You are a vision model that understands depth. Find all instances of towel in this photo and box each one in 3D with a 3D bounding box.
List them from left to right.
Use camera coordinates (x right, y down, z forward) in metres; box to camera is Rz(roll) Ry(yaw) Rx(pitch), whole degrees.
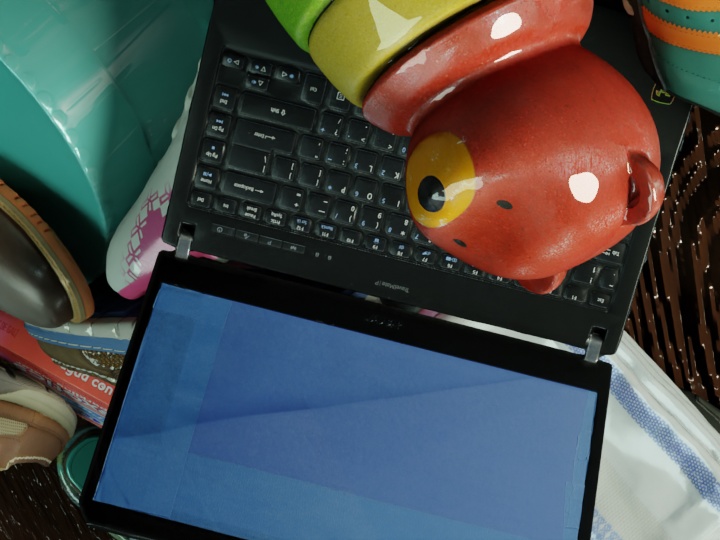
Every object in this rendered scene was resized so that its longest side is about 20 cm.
[{"bbox_3d":[0.050,0.101,0.769,0.200,0.024,0.147,-44,81,17],"label":"towel"}]

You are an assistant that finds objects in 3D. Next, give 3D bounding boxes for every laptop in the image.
[{"bbox_3d":[0.014,-0.001,0.640,0.177,0.103,0.200,14,107,-2],"label":"laptop"}]

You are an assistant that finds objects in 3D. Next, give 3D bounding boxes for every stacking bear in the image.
[{"bbox_3d":[0.024,-0.089,0.589,0.121,0.114,0.200,-37,77,46],"label":"stacking bear"}]

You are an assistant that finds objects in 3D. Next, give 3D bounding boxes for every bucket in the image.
[{"bbox_3d":[-0.136,-0.101,0.796,0.207,0.135,0.207,29,147,21],"label":"bucket"}]

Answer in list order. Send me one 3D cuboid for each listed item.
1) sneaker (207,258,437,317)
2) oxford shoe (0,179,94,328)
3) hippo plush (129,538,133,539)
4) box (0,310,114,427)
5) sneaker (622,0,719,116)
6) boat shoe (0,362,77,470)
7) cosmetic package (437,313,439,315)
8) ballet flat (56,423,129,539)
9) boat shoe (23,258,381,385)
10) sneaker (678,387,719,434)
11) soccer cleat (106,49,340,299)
[{"bbox_3d":[0.000,0.000,0.805,0.200,0.095,0.079,-24,96,51],"label":"sneaker"},{"bbox_3d":[-0.197,-0.012,0.773,0.200,0.073,0.071,23,145,28],"label":"oxford shoe"},{"bbox_3d":[-0.092,0.189,1.093,0.161,0.159,0.200,51,169,6],"label":"hippo plush"},{"bbox_3d":[-0.109,0.031,0.921,0.200,0.095,0.103,29,165,0],"label":"box"},{"bbox_3d":[0.106,-0.101,0.586,0.200,0.071,0.080,50,144,-17],"label":"sneaker"},{"bbox_3d":[-0.197,0.067,0.854,0.076,0.072,0.200,23,172,23],"label":"boat shoe"},{"bbox_3d":[0.015,0.113,0.868,0.083,0.051,0.200,-135,48,-55],"label":"cosmetic package"},{"bbox_3d":[-0.117,0.171,1.207,0.200,0.074,0.074,50,149,-11],"label":"ballet flat"},{"bbox_3d":[-0.068,0.039,0.772,0.200,0.072,0.072,4,117,47],"label":"boat shoe"},{"bbox_3d":[0.121,0.105,0.844,0.091,0.066,0.200,46,149,5],"label":"sneaker"},{"bbox_3d":[-0.035,-0.071,0.717,0.200,0.070,0.086,-38,94,16],"label":"soccer cleat"}]
